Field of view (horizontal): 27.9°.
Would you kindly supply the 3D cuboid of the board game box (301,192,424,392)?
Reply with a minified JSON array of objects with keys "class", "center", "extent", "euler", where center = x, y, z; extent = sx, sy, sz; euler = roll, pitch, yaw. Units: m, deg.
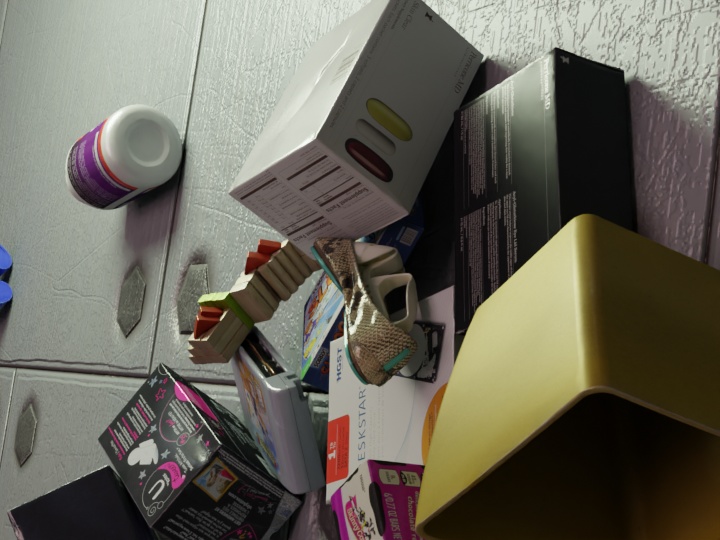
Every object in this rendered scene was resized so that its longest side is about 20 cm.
[{"class":"board game box","center":[0.000,0.000,1.393],"extent":[0.135,0.034,0.200],"euler":[-91,27,-60]}]

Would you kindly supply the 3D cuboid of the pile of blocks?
[{"class":"pile of blocks","center":[-0.111,0.010,1.490],"extent":[0.200,0.062,0.082],"euler":[-43,27,-11]}]

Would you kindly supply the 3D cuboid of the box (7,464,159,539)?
[{"class":"box","center":[-0.264,0.334,1.538],"extent":[0.199,0.123,0.200],"euler":[62,172,18]}]

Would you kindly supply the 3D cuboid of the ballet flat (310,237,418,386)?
[{"class":"ballet flat","center":[0.012,0.021,1.244],"extent":[0.075,0.068,0.200],"euler":[-33,34,9]}]

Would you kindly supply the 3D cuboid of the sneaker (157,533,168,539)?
[{"class":"sneaker","center":[-0.244,0.271,1.715],"extent":[0.082,0.074,0.200],"euler":[15,92,57]}]

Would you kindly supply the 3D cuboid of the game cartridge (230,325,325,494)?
[{"class":"game cartridge","center":[-0.088,0.141,1.470],"extent":[0.200,0.041,0.133],"euler":[-139,39,-64]}]

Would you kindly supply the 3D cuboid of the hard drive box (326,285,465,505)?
[{"class":"hard drive box","center":[0.054,0.118,1.257],"extent":[0.200,0.077,0.156],"euler":[-29,55,53]}]

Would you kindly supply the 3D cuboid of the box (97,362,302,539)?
[{"class":"box","center":[-0.172,0.211,1.530],"extent":[0.115,0.132,0.200],"euler":[-49,33,0]}]

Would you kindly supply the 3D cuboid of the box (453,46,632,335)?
[{"class":"box","center":[0.144,-0.055,1.162],"extent":[0.141,0.079,0.200],"euler":[-30,54,56]}]

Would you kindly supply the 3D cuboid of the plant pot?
[{"class":"plant pot","center":[0.167,0.084,0.974],"extent":[0.200,0.200,0.177],"euler":[-47,31,42]}]

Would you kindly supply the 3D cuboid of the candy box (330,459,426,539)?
[{"class":"candy box","center":[0.088,0.215,1.039],"extent":[0.061,0.200,0.137],"euler":[-49,42,41]}]

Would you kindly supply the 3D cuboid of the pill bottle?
[{"class":"pill bottle","center":[-0.330,-0.148,1.971],"extent":[0.200,0.112,0.113],"euler":[-19,64,56]}]

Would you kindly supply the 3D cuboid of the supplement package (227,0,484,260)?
[{"class":"supplement package","center":[-0.003,-0.135,1.331],"extent":[0.156,0.111,0.200],"euler":[-24,34,52]}]

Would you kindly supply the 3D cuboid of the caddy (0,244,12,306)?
[{"class":"caddy","center":[-0.684,0.010,2.452],"extent":[0.105,0.200,0.142],"euler":[-30,54,31]}]
